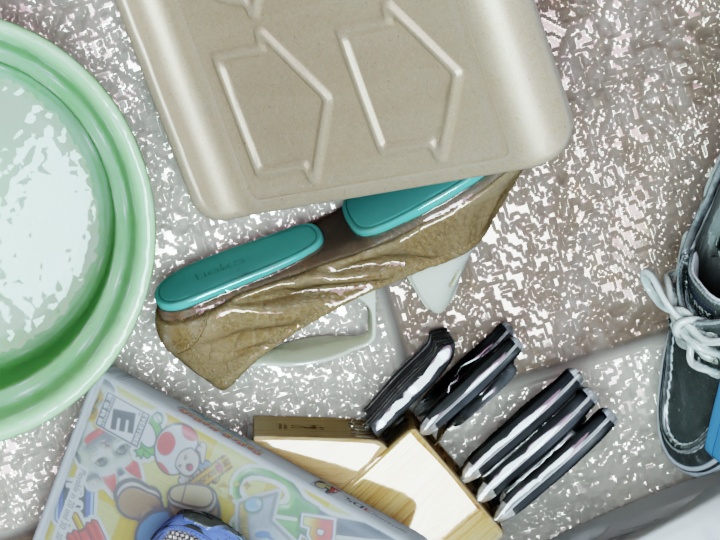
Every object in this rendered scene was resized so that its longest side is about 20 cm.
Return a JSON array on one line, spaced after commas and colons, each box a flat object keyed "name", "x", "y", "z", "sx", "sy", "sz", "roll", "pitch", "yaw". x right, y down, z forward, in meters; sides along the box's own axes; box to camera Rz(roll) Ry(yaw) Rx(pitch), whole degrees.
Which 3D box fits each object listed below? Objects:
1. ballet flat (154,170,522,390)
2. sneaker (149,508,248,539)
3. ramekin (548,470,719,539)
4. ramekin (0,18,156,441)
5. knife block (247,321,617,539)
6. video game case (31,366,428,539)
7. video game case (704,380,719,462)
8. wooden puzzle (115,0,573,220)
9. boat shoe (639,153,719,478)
[{"name": "ballet flat", "x": 0.000, "y": 0.000, "z": 1.359, "sx": 0.200, "sy": 0.068, "sz": 0.072, "roll": -28, "pitch": 117, "yaw": 1}, {"name": "sneaker", "x": -0.090, "y": 0.206, "z": 1.291, "sx": 0.075, "sy": 0.078, "sz": 0.201, "roll": 16, "pitch": 102, "yaw": 22}, {"name": "ramekin", "x": 0.124, "y": 0.168, "z": 1.315, "sx": 0.200, "sy": 0.200, "sz": 0.098, "roll": -25, "pitch": 90, "yaw": 1}, {"name": "ramekin", "x": -0.193, "y": -0.023, "z": 1.326, "sx": 0.199, "sy": 0.098, "sz": 0.201, "roll": 0, "pitch": 96, "yaw": -2}, {"name": "knife block", "x": 0.030, "y": 0.125, "z": 1.368, "sx": 0.175, "sy": 0.064, "sz": 0.201, "roll": 3, "pitch": 96, "yaw": -2}, {"name": "video game case", "x": -0.082, "y": 0.173, "z": 1.339, "sx": 0.182, "sy": 0.023, "sz": 0.201, "roll": 27, "pitch": 105, "yaw": 20}, {"name": "video game case", "x": 0.259, "y": 0.016, "z": 1.325, "sx": 0.199, "sy": 0.018, "sz": 0.144, "roll": -4, "pitch": 117, "yaw": -29}, {"name": "wooden puzzle", "x": -0.013, "y": -0.125, "z": 1.311, "sx": 0.199, "sy": 0.046, "sz": 0.186, "roll": -10, "pitch": 110, "yaw": 30}, {"name": "boat shoe", "x": 0.171, "y": 0.014, "z": 1.327, "sx": 0.074, "sy": 0.068, "sz": 0.200, "roll": 44, "pitch": 128, "yaw": 33}]
